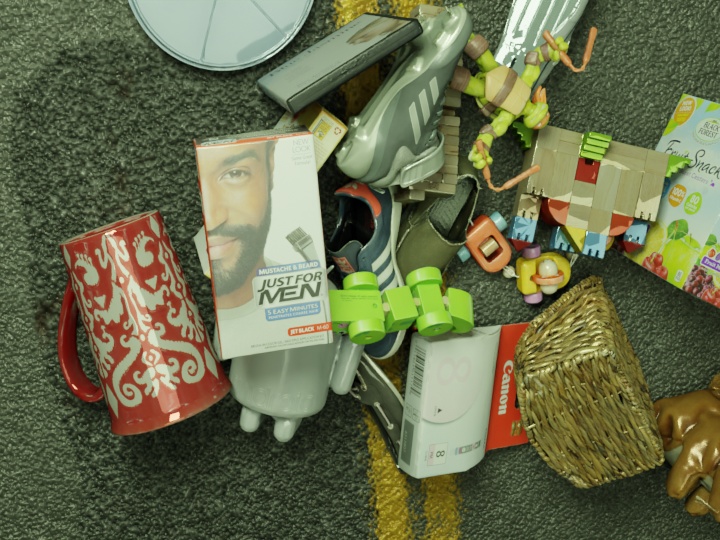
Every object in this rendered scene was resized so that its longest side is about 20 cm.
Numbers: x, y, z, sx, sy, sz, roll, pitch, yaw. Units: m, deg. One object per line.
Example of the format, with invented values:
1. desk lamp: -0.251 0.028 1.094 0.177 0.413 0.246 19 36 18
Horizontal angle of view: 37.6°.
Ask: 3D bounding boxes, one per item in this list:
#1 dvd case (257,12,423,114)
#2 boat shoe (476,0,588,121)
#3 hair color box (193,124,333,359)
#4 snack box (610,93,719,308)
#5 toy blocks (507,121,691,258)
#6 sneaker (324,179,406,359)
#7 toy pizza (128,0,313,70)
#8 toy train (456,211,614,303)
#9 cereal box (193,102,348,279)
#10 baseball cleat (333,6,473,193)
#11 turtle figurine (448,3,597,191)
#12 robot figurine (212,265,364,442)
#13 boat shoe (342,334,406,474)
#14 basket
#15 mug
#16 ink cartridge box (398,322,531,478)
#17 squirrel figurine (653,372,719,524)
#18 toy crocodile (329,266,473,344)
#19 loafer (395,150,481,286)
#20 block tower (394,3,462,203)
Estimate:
1. dvd case: -0.026 -0.207 1.034 0.142 0.200 0.018 -33 110 -3
2. boat shoe: 0.189 -0.254 1.150 0.073 0.067 0.201 36 100 17
3. hair color box: -0.091 -0.027 0.994 0.109 0.064 0.203 -8 106 -9
4. snack box: 0.385 -0.084 1.193 0.067 0.169 0.202 22 100 -22
5. toy blocks: 0.251 -0.076 1.173 0.197 0.100 0.139 12 90 -4
6. sneaker: 0.000 0.000 1.152 0.084 0.074 0.203 -10 97 -50
7. toy pizza: -0.141 -0.305 1.066 0.197 0.032 0.203 -5 109 -14
8. toy train: 0.213 -0.043 1.223 0.199 0.056 0.151 -35 112 -1
9. cereal box: -0.097 -0.085 1.085 0.039 0.144 0.201 35 95 -20
10. baseball cleat: 0.061 -0.162 1.033 0.106 0.070 0.200 27 122 -27
11. turtle figurine: 0.145 -0.199 1.087 0.160 0.064 0.201 34 88 -15
12. robot figurine: -0.080 0.081 1.156 0.167 0.113 0.203 12 104 3
13. boat shoe: 0.023 0.161 1.232 0.057 0.067 0.201 -38 115 -5
14. basket: 0.261 0.138 1.266 0.141 0.150 0.201 -22 121 18
15. mug: -0.247 0.057 1.093 0.175 0.133 0.203 -17 100 -1
16. ink cartridge box: 0.141 0.147 1.234 0.197 0.057 0.165 -2 105 -27
17. squirrel figurine: 0.462 0.220 1.296 0.200 0.187 0.142 -42 111 1
18. toy crocodile: 0.033 0.042 1.112 0.197 0.062 0.068 -3 64 -23
19. loafer: 0.076 -0.037 1.182 0.074 0.070 0.202 19 101 -19
20. block tower: 0.074 -0.172 1.121 0.057 0.054 0.203 5 88 -15
